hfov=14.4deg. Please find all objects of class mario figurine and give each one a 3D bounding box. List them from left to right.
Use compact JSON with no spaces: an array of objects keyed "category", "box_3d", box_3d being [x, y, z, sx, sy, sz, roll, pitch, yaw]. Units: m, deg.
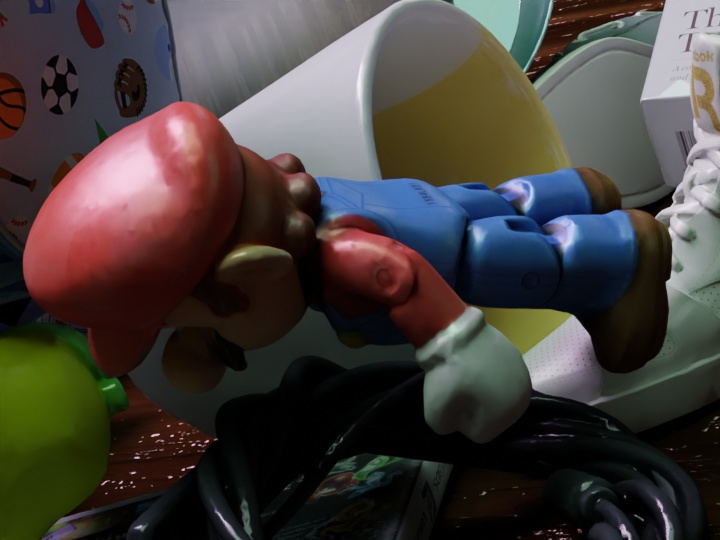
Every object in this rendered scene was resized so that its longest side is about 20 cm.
[{"category":"mario figurine","box_3d":[-0.010,0.009,0.900,0.200,0.106,0.123,3,-14,-21]}]

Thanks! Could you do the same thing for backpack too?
[{"category":"backpack","box_3d":[-0.157,-0.062,0.966,0.154,0.200,0.190,-7,10,39]}]

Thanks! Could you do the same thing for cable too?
[{"category":"cable","box_3d":[0.025,0.071,0.864,0.163,0.051,0.200,5,21,26]}]

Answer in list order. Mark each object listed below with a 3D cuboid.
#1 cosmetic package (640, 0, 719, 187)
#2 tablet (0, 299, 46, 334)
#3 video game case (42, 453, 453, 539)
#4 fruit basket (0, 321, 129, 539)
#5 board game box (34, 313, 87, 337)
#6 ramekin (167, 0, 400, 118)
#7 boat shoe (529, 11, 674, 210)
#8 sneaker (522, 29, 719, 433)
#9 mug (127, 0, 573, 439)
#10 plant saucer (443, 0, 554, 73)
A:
[{"category":"cosmetic package","box_3d":[0.219,-0.105,1.086,0.200,0.052,0.151,-3,44,22]},{"category":"tablet","box_3d":[-0.222,0.036,1.197,0.130,0.014,0.200,2,-22,-41]},{"category":"video game case","box_3d":[-0.075,0.117,0.943,0.200,0.023,0.182,-17,17,16]},{"category":"fruit basket","box_3d":[-0.185,0.076,0.935,0.216,0.155,0.216,-50,14,17]},{"category":"board game box","box_3d":[-0.198,-0.021,1.280,0.200,0.062,0.200,8,14,-4]},{"category":"ramekin","box_3d":[-0.074,-0.146,1.155,0.200,0.105,0.200,-5,61,9]},{"category":"boat shoe","box_3d":[0.112,-0.071,1.227,0.062,0.073,0.200,-7,16,44]},{"category":"sneaker","box_3d":[0.118,-0.024,0.989,0.200,0.116,0.074,-28,20,-18]},{"category":"mug","box_3d":[-0.004,0.004,1.076,0.153,0.187,0.150,-22,47,30]},{"category":"plant saucer","box_3d":[-0.015,-0.113,1.201,0.200,0.027,0.200,-5,62,9]}]
